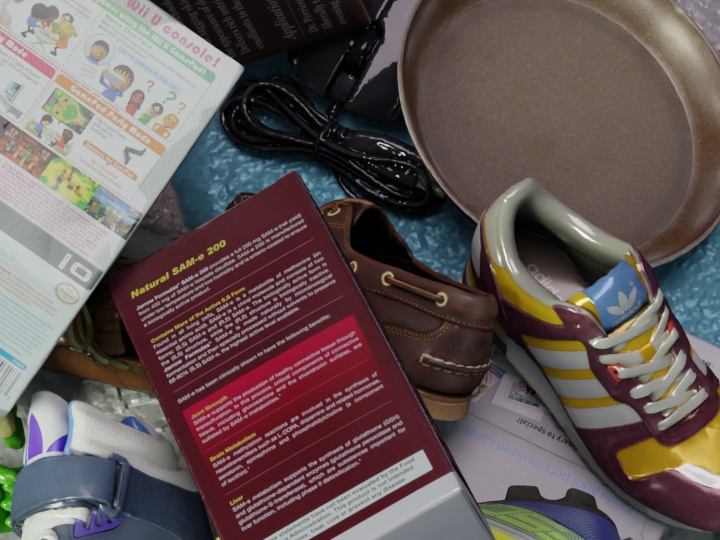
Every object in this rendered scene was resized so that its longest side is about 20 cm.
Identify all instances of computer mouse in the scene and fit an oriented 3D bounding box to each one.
[{"bbox_3d":[0.023,-0.135,1.344,0.138,0.053,0.201,24,63,14],"label":"computer mouse"}]

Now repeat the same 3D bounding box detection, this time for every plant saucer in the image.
[{"bbox_3d":[0.109,-0.083,1.301,0.199,0.032,0.201,9,61,-17],"label":"plant saucer"}]

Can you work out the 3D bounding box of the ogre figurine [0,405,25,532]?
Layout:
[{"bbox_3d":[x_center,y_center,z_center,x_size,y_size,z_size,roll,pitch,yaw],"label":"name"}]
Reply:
[{"bbox_3d":[-0.246,0.050,1.202,0.119,0.201,0.098,-22,20,-2],"label":"ogre figurine"}]

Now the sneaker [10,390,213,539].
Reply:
[{"bbox_3d":[-0.152,0.133,1.123,0.199,0.080,0.147,-9,75,-45],"label":"sneaker"}]

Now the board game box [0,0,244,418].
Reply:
[{"bbox_3d":[-0.171,-0.054,1.154,0.147,0.064,0.201,35,80,-3],"label":"board game box"}]

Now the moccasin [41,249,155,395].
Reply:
[{"bbox_3d":[-0.118,0.025,1.236,0.200,0.078,0.074,23,65,13],"label":"moccasin"}]

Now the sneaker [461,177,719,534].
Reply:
[{"bbox_3d":[0.127,0.043,1.167,0.200,0.090,0.075,43,67,14],"label":"sneaker"}]

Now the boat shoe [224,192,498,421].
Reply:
[{"bbox_3d":[0.000,0.000,1.221,0.070,0.071,0.200,-2,26,-42],"label":"boat shoe"}]

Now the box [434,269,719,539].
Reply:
[{"bbox_3d":[0.083,0.099,1.215,0.155,0.041,0.201,24,62,14],"label":"box"}]

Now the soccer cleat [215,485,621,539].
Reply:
[{"bbox_3d":[0.026,0.144,1.125,0.199,0.065,0.084,-1,45,-1],"label":"soccer cleat"}]

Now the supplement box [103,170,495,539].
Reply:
[{"bbox_3d":[-0.031,0.062,1.110,0.108,0.061,0.201,-29,54,2],"label":"supplement box"}]

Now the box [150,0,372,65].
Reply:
[{"bbox_3d":[-0.118,-0.210,1.300,0.199,0.166,0.165,-16,60,7],"label":"box"}]
